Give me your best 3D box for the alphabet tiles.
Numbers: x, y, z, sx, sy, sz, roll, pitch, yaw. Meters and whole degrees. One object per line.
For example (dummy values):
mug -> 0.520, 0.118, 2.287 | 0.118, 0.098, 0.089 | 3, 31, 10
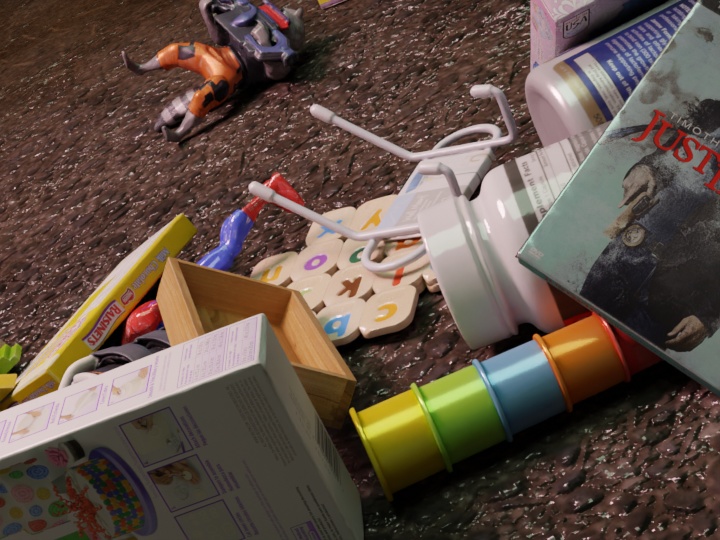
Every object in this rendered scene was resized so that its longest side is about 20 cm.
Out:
alphabet tiles -> 0.000, 0.000, 1.121 | 0.199, 0.015, 0.196 | -14, 29, 21

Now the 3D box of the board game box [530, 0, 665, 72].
board game box -> 0.222, -0.201, 1.116 | 0.200, 0.199, 0.043 | -28, 70, -2

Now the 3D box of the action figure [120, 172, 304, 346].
action figure -> -0.124, 0.009, 1.165 | 0.200, 0.052, 0.065 | -44, 10, -14

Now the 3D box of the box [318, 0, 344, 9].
box -> 0.022, -0.411, 1.733 | 0.175, 0.097, 0.200 | -18, 29, 14

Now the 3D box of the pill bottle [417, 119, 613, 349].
pill bottle -> 0.146, -0.028, 0.939 | 0.199, 0.114, 0.114 | -22, 27, 8

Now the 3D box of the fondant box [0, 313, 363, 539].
fondant box -> -0.117, 0.126, 0.857 | 0.199, 0.145, 0.058 | -21, 28, 8

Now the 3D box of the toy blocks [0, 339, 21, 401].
toy blocks -> -0.349, 0.061, 1.149 | 0.100, 0.137, 0.200 | -44, 20, 9

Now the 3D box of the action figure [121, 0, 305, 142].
action figure -> -0.149, -0.232, 1.564 | 0.193, 0.105, 0.200 | -26, 52, -11

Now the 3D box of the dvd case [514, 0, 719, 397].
dvd case -> 0.205, -0.048, 0.858 | 0.146, 0.022, 0.200 | 35, 83, 16

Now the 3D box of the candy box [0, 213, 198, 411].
candy box -> -0.210, 0.038, 1.185 | 0.102, 0.026, 0.200 | -30, 18, 44

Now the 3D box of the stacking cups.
stacking cups -> 0.094, 0.067, 0.881 | 0.199, 0.061, 0.061 | -25, 27, -4

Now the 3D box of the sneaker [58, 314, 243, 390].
sneaker -> -0.147, 0.079, 1.026 | 0.078, 0.080, 0.200 | -2, 38, 43

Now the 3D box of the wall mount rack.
wall mount rack -> 0.022, -0.080, 1.144 | 0.173, 0.075, 0.200 | -7, 32, 33

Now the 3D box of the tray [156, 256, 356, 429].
tray -> -0.073, 0.044, 0.963 | 0.098, 0.037, 0.200 | 15, 12, -16

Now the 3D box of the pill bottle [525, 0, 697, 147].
pill bottle -> 0.228, -0.133, 1.051 | 0.200, 0.116, 0.116 | -27, 27, -3
